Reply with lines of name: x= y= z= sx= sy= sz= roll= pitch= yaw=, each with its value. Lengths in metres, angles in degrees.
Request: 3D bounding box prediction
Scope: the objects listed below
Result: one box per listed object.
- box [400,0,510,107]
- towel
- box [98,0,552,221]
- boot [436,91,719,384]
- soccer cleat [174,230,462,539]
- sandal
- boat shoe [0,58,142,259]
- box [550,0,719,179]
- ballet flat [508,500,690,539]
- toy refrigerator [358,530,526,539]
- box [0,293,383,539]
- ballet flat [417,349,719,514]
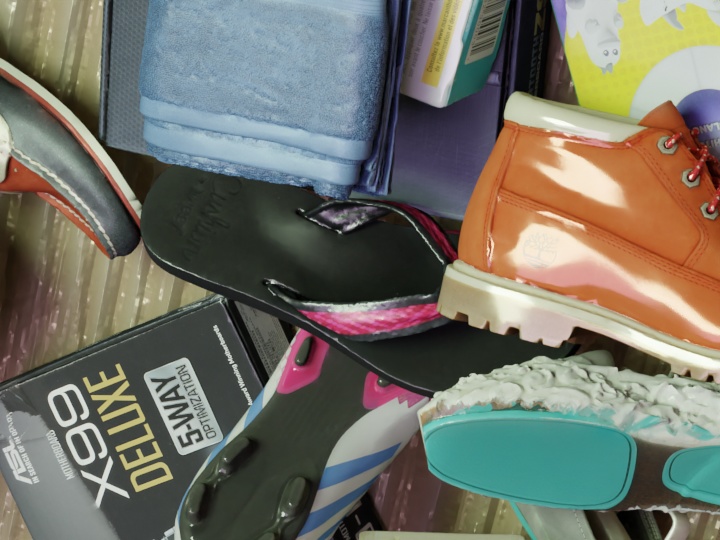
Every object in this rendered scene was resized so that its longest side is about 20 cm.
box: x=-0.034 y=-0.142 z=1.171 sx=0.199 sy=0.049 sz=0.083 roll=23 pitch=111 yaw=18
towel: x=-0.029 y=-0.134 z=1.117 sx=0.111 sy=0.049 sz=0.201 roll=13 pitch=108 yaw=20
box: x=-0.015 y=-0.116 z=1.228 sx=0.199 sy=0.051 sz=0.158 roll=13 pitch=111 yaw=22
boot: x=0.137 y=-0.010 z=1.125 sx=0.199 sy=0.075 sz=0.108 roll=15 pitch=93 yaw=12
soccer cleat: x=-0.012 y=0.064 z=1.241 sx=0.070 sy=0.200 sz=0.086 roll=39 pitch=161 yaw=13
sandal: x=0.000 y=0.000 z=1.196 sx=0.199 sy=0.075 sz=0.045 roll=19 pitch=156 yaw=5
boat shoe: x=-0.179 y=-0.068 z=1.302 sx=0.200 sy=0.063 sz=0.071 roll=41 pitch=163 yaw=14
box: x=0.156 y=-0.051 z=1.167 sx=0.117 sy=0.048 sz=0.201 roll=-12 pitch=102 yaw=29
ballet flat: x=0.123 y=0.139 z=1.191 sx=0.064 sy=0.067 sz=0.200 roll=-47 pitch=50 yaw=24
toy refrigerator: x=0.036 y=0.211 z=1.256 sx=0.076 sy=0.070 sz=0.201 roll=1 pitch=125 yaw=4
box: x=-0.075 y=0.120 z=1.330 sx=0.157 sy=0.050 sz=0.201 roll=-21 pitch=96 yaw=29
ballet flat: x=0.120 y=0.066 z=1.178 sx=0.199 sy=0.072 sz=0.072 roll=8 pitch=111 yaw=-5
